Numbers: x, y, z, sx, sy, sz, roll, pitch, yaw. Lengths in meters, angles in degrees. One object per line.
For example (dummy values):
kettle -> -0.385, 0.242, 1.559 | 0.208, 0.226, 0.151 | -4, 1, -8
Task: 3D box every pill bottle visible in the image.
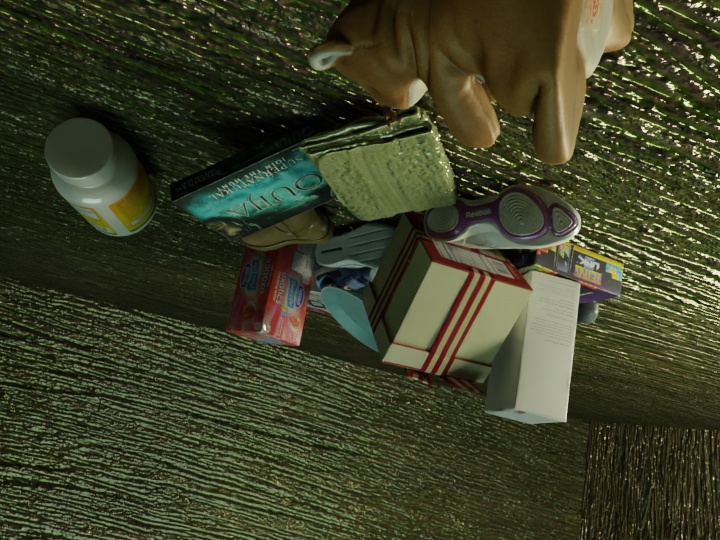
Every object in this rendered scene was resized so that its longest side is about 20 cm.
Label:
pill bottle -> -0.363, -0.129, 0.815 | 0.112, 0.114, 0.200 | 13, 165, -3

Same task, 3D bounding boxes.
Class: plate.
plate -> 0.012, 0.090, 1.057 | 0.200, 0.026, 0.201 | 33, 157, 16

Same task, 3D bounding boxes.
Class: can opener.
can opener -> 0.394, 0.070, 1.050 | 0.052, 0.067, 0.200 | 6, 168, 16

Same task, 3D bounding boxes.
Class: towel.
towel -> 0.032, -0.115, 0.663 | 0.147, 0.037, 0.200 | -8, 159, 18

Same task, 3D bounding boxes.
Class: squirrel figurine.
squirrel figurine -> 0.050, -0.174, 0.360 | 0.186, 0.142, 0.200 | 14, 154, 35

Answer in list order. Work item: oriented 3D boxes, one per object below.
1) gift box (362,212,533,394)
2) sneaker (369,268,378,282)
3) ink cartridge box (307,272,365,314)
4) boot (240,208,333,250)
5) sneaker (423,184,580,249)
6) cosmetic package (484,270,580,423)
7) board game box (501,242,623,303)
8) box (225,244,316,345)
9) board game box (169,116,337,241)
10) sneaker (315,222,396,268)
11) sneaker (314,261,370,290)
gift box -> 0.124, 0.054, 0.828 | 0.199, 0.188, 0.185 | 19, -156, -15
sneaker -> 0.108, 0.008, 0.947 | 0.199, 0.080, 0.074 | -24, 146, 26
ink cartridge box -> -0.063, 0.034, 1.223 | 0.144, 0.084, 0.200 | 9, 165, 10
boot -> -0.144, -0.098, 0.864 | 0.174, 0.067, 0.200 | -6, 161, 16
sneaker -> 0.184, -0.064, 0.739 | 0.199, 0.075, 0.099 | 6, 178, 38
cosmetic package -> 0.247, 0.114, 0.836 | 0.081, 0.201, 0.113 | 13, 164, -6
board game box -> 0.279, 0.008, 0.921 | 0.164, 0.057, 0.200 | 19, 164, -19
box -> -0.155, 0.026, 1.044 | 0.094, 0.201, 0.102 | -3, 160, 38
board game box -> -0.111, -0.104, 0.714 | 0.199, 0.028, 0.135 | -21, 155, 14
sneaker -> 0.012, -0.040, 0.959 | 0.199, 0.074, 0.071 | 0, -178, 45
sneaker -> 0.000, 0.000, 1.058 | 0.199, 0.083, 0.074 | -2, 159, 34
